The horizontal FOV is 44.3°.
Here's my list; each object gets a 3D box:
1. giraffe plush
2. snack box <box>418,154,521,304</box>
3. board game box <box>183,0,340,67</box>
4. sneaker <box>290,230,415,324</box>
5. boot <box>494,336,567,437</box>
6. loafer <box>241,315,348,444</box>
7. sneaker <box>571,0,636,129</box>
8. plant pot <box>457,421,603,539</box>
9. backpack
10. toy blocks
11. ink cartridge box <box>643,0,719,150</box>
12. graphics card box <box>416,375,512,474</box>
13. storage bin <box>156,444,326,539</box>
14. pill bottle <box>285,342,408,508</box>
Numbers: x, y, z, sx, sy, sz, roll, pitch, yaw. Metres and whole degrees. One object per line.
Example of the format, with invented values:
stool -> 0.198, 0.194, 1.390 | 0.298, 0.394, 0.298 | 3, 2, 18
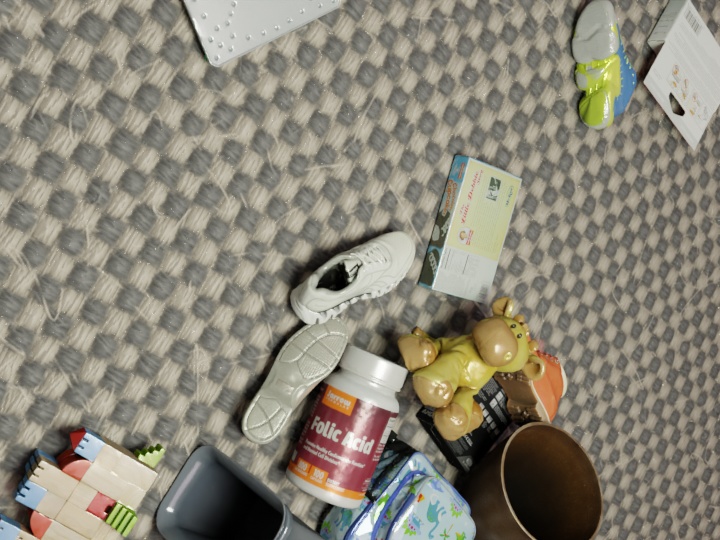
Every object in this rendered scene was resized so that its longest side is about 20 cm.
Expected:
giraffe plush -> 0.167, 0.125, 1.245 | 0.161, 0.200, 0.173 | -28, 94, 15
snack box -> 0.165, -0.059, 1.323 | 0.116, 0.037, 0.202 | 16, 91, -36
board game box -> -0.137, -0.375, 1.053 | 0.199, 0.026, 0.201 | -33, 117, -24
sneaker -> 0.000, 0.000, 1.184 | 0.199, 0.081, 0.075 | -32, 73, -27
boot -> 0.260, 0.145, 1.360 | 0.107, 0.075, 0.201 | -41, 122, -34
loafer -> -0.092, 0.145, 1.186 | 0.072, 0.063, 0.200 | 38, 72, 0
sneaker -> 0.391, -0.331, 1.408 | 0.105, 0.075, 0.202 | -23, 120, -42
plant pot -> 0.232, 0.351, 1.350 | 0.186, 0.200, 0.188 | 14, 58, -24
backpack -> 0.052, 0.371, 1.272 | 0.200, 0.147, 0.183 | -46, 119, -14
toy blocks -> -0.337, 0.262, 1.024 | 0.136, 0.100, 0.201 | 38, 79, -23
ink cartridge box -> 0.558, -0.336, 1.531 | 0.200, 0.043, 0.174 | 38, 79, -34
graphics card box -> 0.191, 0.203, 1.390 | 0.200, 0.051, 0.126 | -47, 122, -19
storage bin -> -0.142, 0.336, 1.110 | 0.134, 0.199, 0.146 | 41, 77, -43
pill bottle -> -0.015, 0.210, 1.210 | 0.114, 0.114, 0.201 | 25, 86, -35
